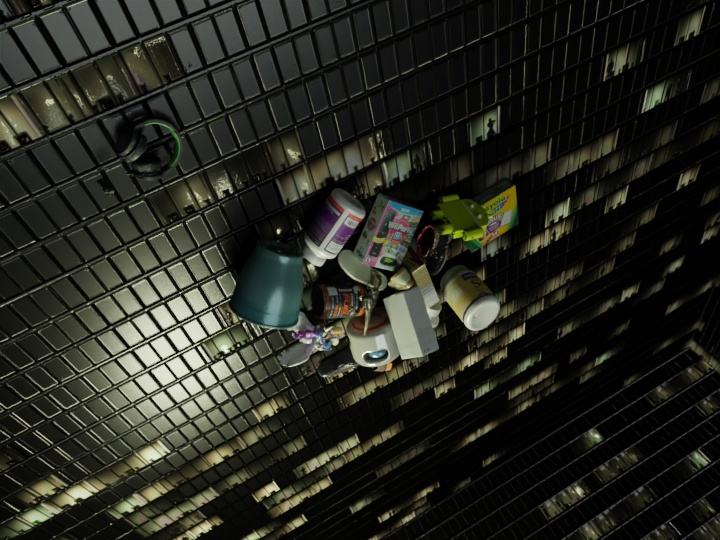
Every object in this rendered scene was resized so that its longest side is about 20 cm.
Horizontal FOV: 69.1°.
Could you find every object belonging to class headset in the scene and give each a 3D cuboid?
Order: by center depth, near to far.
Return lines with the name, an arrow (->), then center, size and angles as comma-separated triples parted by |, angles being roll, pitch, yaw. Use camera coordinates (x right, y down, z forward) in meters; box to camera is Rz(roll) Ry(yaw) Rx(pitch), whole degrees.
headset -> -0.464, -0.235, 1.104 | 0.198, 0.094, 0.125 | -38, 138, -15

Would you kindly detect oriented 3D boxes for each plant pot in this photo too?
plant pot -> -0.239, 0.025, 1.411 | 0.196, 0.199, 0.193 | 7, 108, -35

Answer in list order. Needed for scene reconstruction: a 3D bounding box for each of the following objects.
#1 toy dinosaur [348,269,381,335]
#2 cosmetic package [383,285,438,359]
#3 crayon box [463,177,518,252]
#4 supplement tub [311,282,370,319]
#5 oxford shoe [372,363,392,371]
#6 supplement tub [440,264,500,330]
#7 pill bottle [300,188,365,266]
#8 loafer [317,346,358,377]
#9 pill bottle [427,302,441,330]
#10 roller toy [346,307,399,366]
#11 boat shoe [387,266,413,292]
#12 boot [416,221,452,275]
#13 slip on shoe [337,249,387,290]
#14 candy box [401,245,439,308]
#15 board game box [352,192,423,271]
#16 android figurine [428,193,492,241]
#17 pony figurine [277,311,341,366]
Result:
toy dinosaur -> 0.015, 0.099, 1.587 | 0.086, 0.047, 0.206 | 9, 97, -41
cosmetic package -> 0.155, 0.163, 1.626 | 0.080, 0.206, 0.112 | -14, 178, -37
crayon box -> 0.426, -0.181, 1.737 | 0.197, 0.059, 0.174 | -31, 136, -6
supplement tub -> -0.048, 0.091, 1.635 | 0.195, 0.108, 0.109 | -3, 128, -30
oxford shoe -> 0.079, 0.306, 1.926 | 0.071, 0.072, 0.204 | -12, 132, -16
supplement tub -> 0.380, 0.092, 1.837 | 0.142, 0.201, 0.148 | -17, 135, -18
pill bottle -> -0.081, -0.115, 1.435 | 0.111, 0.113, 0.202 | 21, 114, -42
loafer -> -0.058, 0.326, 1.867 | 0.195, 0.073, 0.063 | -23, 155, -5
pill bottle -> 0.218, 0.195, 1.888 | 0.108, 0.111, 0.204 | 0, 126, -32
roller toy -> 0.047, 0.223, 1.734 | 0.180, 0.197, 0.144 | -30, 117, -33
boat shoe -> 0.128, 0.038, 1.627 | 0.073, 0.063, 0.200 | -43, 173, 0
boot -> 0.227, -0.069, 1.660 | 0.149, 0.072, 0.204 | -19, 136, -54
slip on shoe -> 0.000, 0.000, 1.621 | 0.198, 0.061, 0.076 | 33, 79, -33
candy box -> 0.189, 0.020, 1.717 | 0.054, 0.116, 0.202 | -32, 137, -1
board game box -> 0.082, -0.110, 1.556 | 0.145, 0.064, 0.205 | 10, 110, -38
android figurine -> 0.309, -0.163, 1.592 | 0.194, 0.185, 0.042 | -11, 142, -20
pony figurine -> -0.157, 0.205, 1.626 | 0.187, 0.172, 0.200 | -12, 165, 9
